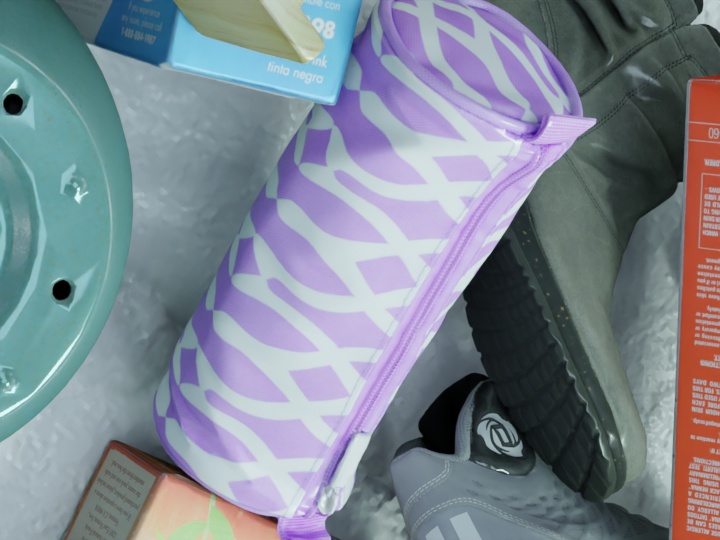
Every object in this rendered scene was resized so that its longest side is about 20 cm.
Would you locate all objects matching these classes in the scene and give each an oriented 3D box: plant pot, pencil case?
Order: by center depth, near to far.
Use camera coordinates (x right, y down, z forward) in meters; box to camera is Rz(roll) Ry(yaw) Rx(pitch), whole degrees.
[{"bbox_3d":[-0.161,-0.024,0.831,0.200,0.161,0.201,-6,103,-26],"label":"plant pot"},{"bbox_3d":[0.000,0.000,0.917,0.084,0.086,0.200,2,130,-37],"label":"pencil case"}]

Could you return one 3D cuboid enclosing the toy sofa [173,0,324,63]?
[{"bbox_3d":[0.006,-0.163,0.798,0.200,0.083,0.098,-44,118,-12],"label":"toy sofa"}]

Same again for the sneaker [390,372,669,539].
[{"bbox_3d":[0.078,0.089,1.026,0.075,0.116,0.200,-39,156,22],"label":"sneaker"}]

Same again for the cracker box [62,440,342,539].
[{"bbox_3d":[-0.070,0.180,0.978,0.134,0.058,0.200,27,87,-27],"label":"cracker box"}]

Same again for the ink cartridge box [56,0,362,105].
[{"bbox_3d":[-0.035,-0.164,0.889,0.067,0.116,0.200,11,96,-28],"label":"ink cartridge box"}]

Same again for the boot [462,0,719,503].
[{"bbox_3d":[0.096,-0.028,0.978,0.130,0.068,0.200,-19,82,-20],"label":"boot"}]

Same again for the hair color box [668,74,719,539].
[{"bbox_3d":[0.160,0.029,0.970,0.101,0.061,0.200,-14,108,-55],"label":"hair color box"}]
